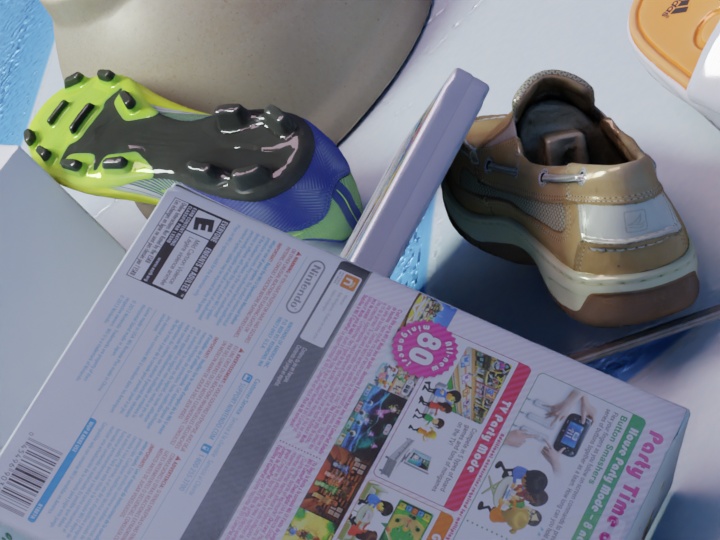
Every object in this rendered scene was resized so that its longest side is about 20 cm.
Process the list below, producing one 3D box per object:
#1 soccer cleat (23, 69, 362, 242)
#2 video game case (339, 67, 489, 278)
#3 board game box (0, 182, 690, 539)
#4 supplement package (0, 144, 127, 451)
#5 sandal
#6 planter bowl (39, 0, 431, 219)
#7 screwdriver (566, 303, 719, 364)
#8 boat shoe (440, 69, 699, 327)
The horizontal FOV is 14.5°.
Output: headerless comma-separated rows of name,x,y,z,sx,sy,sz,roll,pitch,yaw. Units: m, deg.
soccer cleat,-0.083,-0.047,1.348,0.200,0.084,0.065,12,66,43
video game case,0.000,0.000,1.130,0.144,0.018,0.200,-61,1,-7
board game box,-0.009,0.077,0.957,0.148,0.199,0.064,-59,-14,-29
supplement package,-0.208,0.016,1.425,0.120,0.121,0.200,-53,27,-18
sandal,0.151,-0.087,1.084,0.079,0.059,0.207,-51,35,-2
planter bowl,-0.081,-0.137,1.451,0.200,0.135,0.201,-35,27,21
screwdriver,0.091,0.035,1.072,0.199,0.028,0.029,-15,67,36
boat shoe,0.080,-0.044,1.109,0.071,0.076,0.200,-16,20,-15
